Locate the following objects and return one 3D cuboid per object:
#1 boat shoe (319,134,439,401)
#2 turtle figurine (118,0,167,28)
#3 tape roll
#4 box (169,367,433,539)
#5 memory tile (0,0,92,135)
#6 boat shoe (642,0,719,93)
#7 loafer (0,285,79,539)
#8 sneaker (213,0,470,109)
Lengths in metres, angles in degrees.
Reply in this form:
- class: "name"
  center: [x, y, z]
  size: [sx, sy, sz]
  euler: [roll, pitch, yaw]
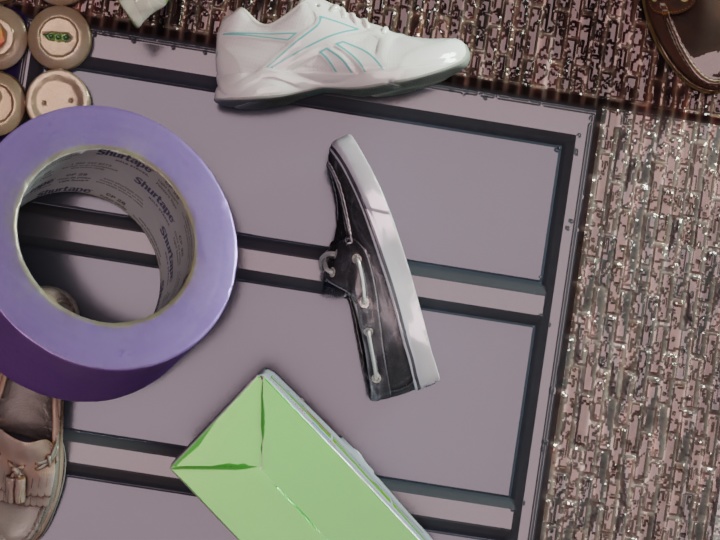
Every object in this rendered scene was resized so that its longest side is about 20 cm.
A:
- class: "boat shoe"
  center: [0.000, 0.000, 1.354]
  size: [0.067, 0.072, 0.202]
  euler: [-18, 97, -4]
- class: "turtle figurine"
  center: [-0.118, -0.283, 1.319]
  size: [0.193, 0.200, 0.145]
  euler: [-33, 56, 1]
- class: "tape roll"
  center: [-0.195, -0.012, 1.293]
  size: [0.198, 0.085, 0.202]
  euler: [9, 67, -21]
- class: "box"
  center: [-0.032, 0.172, 1.292]
  size: [0.097, 0.176, 0.200]
  euler: [-44, 91, -3]
- class: "memory tile"
  center: [-0.305, -0.182, 1.369]
  size: [0.197, 0.017, 0.155]
  euler: [2, 89, -3]
- class: "boat shoe"
  center: [0.247, -0.234, 1.366]
  size: [0.070, 0.070, 0.202]
  euler: [-23, 91, -4]
- class: "loafer"
  center: [-0.255, 0.111, 1.340]
  size: [0.071, 0.063, 0.203]
  euler: [8, 88, -3]
- class: "sneaker"
  center: [-0.015, -0.171, 1.354]
  size: [0.198, 0.070, 0.081]
  euler: [-4, 86, -2]
